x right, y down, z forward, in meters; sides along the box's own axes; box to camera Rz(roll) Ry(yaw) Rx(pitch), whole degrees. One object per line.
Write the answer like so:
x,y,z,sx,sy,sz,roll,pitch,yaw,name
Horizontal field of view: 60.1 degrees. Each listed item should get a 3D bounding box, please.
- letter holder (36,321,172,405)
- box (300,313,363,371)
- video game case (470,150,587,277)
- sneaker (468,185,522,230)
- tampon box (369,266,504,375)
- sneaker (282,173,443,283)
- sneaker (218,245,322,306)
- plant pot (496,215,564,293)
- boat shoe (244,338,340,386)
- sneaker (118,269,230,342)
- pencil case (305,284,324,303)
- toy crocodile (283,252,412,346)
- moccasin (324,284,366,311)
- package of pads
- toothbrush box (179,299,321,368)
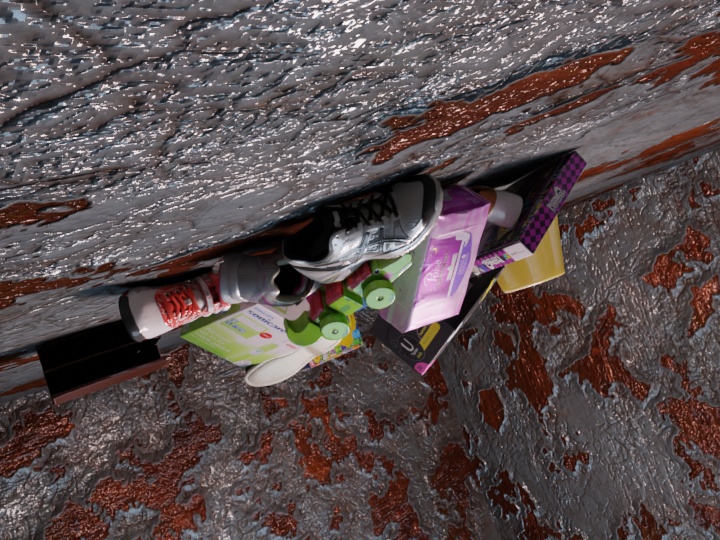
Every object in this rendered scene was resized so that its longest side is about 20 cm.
-0.447,0.149,1.087,0.198,0.102,0.142,-18,174,-28,letter holder
-0.121,0.108,1.383,0.121,0.202,0.192,-21,177,37,box
0.254,-0.086,1.003,0.201,0.036,0.181,-53,-170,-25,video game case
0.183,-0.108,1.001,0.084,0.074,0.200,16,178,-10,sneaker
0.136,0.051,1.101,0.200,0.126,0.150,-44,165,-39,tampon box
-0.001,-0.048,0.702,0.199,0.076,0.087,-32,151,21,sneaker
-0.093,0.011,0.830,0.087,0.082,0.199,6,-169,30,sneaker
0.322,-0.063,1.267,0.199,0.191,0.201,-19,177,-1,plant pot
-0.126,0.140,1.127,0.199,0.060,0.072,-32,135,8,boat shoe
-0.234,0.038,0.818,0.107,0.068,0.201,-20,180,0,sneaker
0.000,0.000,0.964,0.199,0.089,0.088,-37,171,17,pencil case
-0.016,0.027,0.777,0.199,0.068,0.062,-38,132,26,toy crocodile
0.005,-0.012,0.859,0.080,0.069,0.200,11,143,-19,moccasin
0.101,-0.015,0.880,0.120,0.076,0.202,-16,131,-35,package of pads
-0.178,0.078,1.038,0.199,0.087,0.145,-22,138,34,toothbrush box
